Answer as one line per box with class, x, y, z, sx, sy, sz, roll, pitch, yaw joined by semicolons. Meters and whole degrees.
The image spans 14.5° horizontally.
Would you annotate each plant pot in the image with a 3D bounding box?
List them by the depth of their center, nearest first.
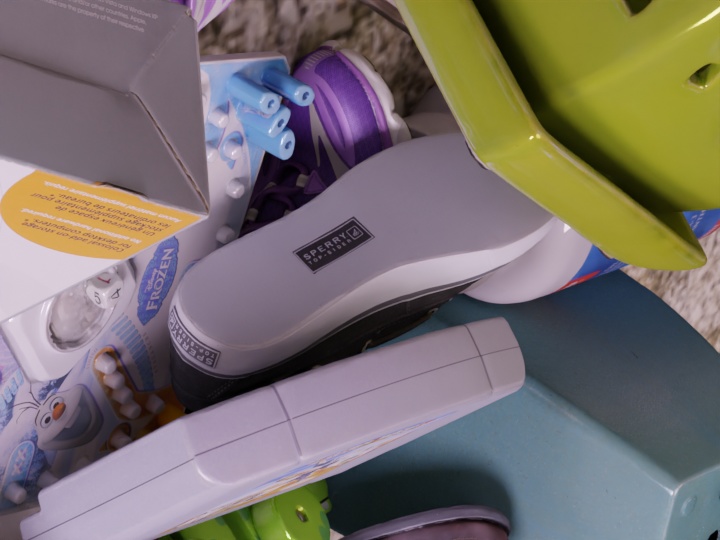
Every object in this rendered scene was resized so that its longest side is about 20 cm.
plant pot;0.119;-0.126;1.142;0.181;0.200;0.200;-36;149;16
plant pot;0.093;0.084;1.354;0.141;0.199;0.142;-18;129;-44

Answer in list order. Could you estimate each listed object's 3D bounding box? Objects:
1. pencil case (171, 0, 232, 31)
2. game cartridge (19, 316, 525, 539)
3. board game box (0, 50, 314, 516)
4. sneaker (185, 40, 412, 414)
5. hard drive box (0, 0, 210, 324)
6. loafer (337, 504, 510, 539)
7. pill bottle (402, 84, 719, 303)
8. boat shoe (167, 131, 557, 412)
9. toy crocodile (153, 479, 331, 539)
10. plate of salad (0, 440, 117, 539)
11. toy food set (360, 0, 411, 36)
pencil case;-0.062;-0.137;1.041;0.084;0.085;0.200;57;27;-11
game cartridge;-0.028;0.068;1.150;0.199;0.133;0.042;-16;85;-46
board game box;-0.111;0.014;1.121;0.199;0.026;0.201;-10;125;-53
sneaker;-0.036;-0.002;1.241;0.083;0.081;0.201;1;113;-41
hard drive box;-0.171;-0.034;0.917;0.155;0.199;0.077;15;61;-42
loafer;-0.013;0.170;1.309;0.199;0.063;0.072;-24;148;23
pill bottle;0.088;-0.047;1.329;0.199;0.112;0.113;-18;129;-43
boat shoe;0.000;0.000;1.181;0.199;0.069;0.057;-24;150;-31
toy crocodile;-0.072;0.124;1.232;0.067;0.062;0.200;-34;177;31
plate of salad;-0.158;0.127;1.205;0.200;0.048;0.201;-29;128;-45
toy food set;0.064;-0.196;1.246;0.200;0.060;0.143;-53;146;5
